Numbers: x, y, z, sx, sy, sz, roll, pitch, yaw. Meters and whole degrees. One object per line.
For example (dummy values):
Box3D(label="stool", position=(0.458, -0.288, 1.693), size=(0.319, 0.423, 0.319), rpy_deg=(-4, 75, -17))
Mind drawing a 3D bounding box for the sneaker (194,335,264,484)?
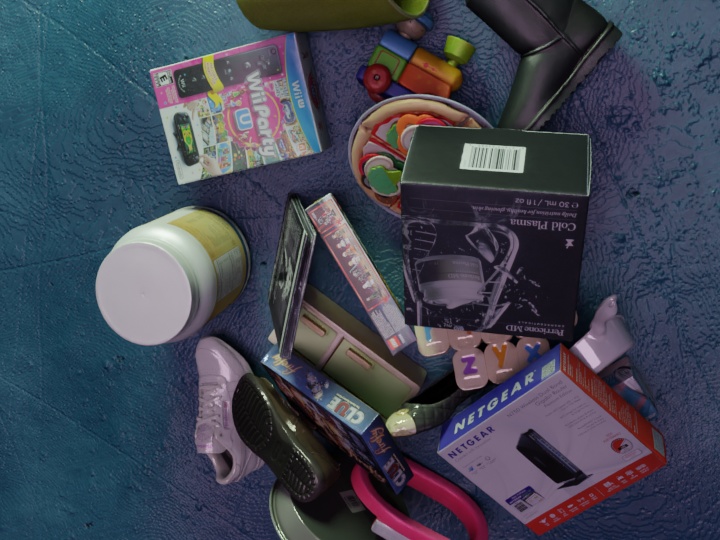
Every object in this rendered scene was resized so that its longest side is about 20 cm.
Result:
Box3D(label="sneaker", position=(-0.184, 0.189, 1.234), size=(0.074, 0.099, 0.203), rpy_deg=(-10, 100, 34))

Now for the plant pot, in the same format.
Box3D(label="plant pot", position=(-0.046, -0.352, 1.055), size=(0.197, 0.187, 0.190), rpy_deg=(-12, 101, 29))

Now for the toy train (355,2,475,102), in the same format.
Box3D(label="toy train", position=(0.104, -0.224, 1.097), size=(0.198, 0.085, 0.117), rpy_deg=(30, 94, 4))

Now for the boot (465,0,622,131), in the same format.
Box3D(label="boot", position=(0.180, -0.259, 1.066), size=(0.168, 0.076, 0.201), rpy_deg=(41, 100, -3))

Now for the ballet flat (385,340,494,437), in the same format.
Box3D(label="ballet flat", position=(0.103, 0.144, 1.137), size=(0.066, 0.198, 0.058), rpy_deg=(9, 123, 51))

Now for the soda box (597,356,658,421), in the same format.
Box3D(label="soda box", position=(0.269, 0.193, 1.155), size=(0.199, 0.068, 0.064), rpy_deg=(-35, 98, 17))

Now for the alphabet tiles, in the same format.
Box3D(label="alphabet tiles", position=(0.161, 0.041, 1.128), size=(0.196, 0.015, 0.199), rpy_deg=(-12, 74, 8))

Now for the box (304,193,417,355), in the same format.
Box3D(label="box", position=(0.000, 0.000, 1.132), size=(0.040, 0.137, 0.202), rpy_deg=(-31, 95, 2))

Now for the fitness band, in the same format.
Box3D(label="fitness band", position=(0.076, 0.304, 1.182), size=(0.198, 0.144, 0.038), rpy_deg=(30, 114, -2))

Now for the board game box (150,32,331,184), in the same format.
Box3D(label="board game box", position=(-0.150, -0.204, 1.159), size=(0.196, 0.064, 0.150), rpy_deg=(-11, 101, 13))

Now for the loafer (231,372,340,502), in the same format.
Box3D(label="loafer", position=(-0.097, 0.213, 1.174), size=(0.200, 0.070, 0.074), rpy_deg=(50, 117, 32))

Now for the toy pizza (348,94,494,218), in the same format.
Box3D(label="toy pizza", position=(0.078, -0.121, 1.093), size=(0.196, 0.032, 0.202), rpy_deg=(11, 139, 9))

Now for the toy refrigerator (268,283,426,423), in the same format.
Box3D(label="toy refrigerator", position=(-0.016, 0.112, 1.199), size=(0.199, 0.070, 0.076), rpy_deg=(37, 108, 2))

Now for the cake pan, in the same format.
Box3D(label="cake pan", position=(-0.019, 0.309, 1.174), size=(0.198, 0.201, 0.037), rpy_deg=(30, 118, 4))

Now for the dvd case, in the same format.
Box3D(label="dvd case", position=(-0.086, 0.000, 1.126), size=(0.016, 0.200, 0.151), rpy_deg=(9, 106, -13))

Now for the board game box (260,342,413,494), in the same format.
Box3D(label="board game box", position=(-0.031, 0.182, 1.144), size=(0.035, 0.199, 0.136), rpy_deg=(-44, 134, -18))

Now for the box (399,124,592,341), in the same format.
Box3D(label="box", position=(0.150, -0.042, 1.028), size=(0.196, 0.125, 0.199), rpy_deg=(5, 130, 11))

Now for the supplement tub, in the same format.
Box3D(label="supplement tub", position=(-0.231, 0.005, 1.151), size=(0.142, 0.200, 0.148), rpy_deg=(3, 104, 11))

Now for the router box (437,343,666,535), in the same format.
Box3D(label="router box", position=(0.220, 0.203, 1.072), size=(0.179, 0.049, 0.200), rpy_deg=(39, 124, -14))

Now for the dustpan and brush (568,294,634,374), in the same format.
Box3D(label="dustpan and brush", position=(0.271, 0.083, 1.057), size=(0.138, 0.201, 0.058), rpy_deg=(-32, 75, -17))
